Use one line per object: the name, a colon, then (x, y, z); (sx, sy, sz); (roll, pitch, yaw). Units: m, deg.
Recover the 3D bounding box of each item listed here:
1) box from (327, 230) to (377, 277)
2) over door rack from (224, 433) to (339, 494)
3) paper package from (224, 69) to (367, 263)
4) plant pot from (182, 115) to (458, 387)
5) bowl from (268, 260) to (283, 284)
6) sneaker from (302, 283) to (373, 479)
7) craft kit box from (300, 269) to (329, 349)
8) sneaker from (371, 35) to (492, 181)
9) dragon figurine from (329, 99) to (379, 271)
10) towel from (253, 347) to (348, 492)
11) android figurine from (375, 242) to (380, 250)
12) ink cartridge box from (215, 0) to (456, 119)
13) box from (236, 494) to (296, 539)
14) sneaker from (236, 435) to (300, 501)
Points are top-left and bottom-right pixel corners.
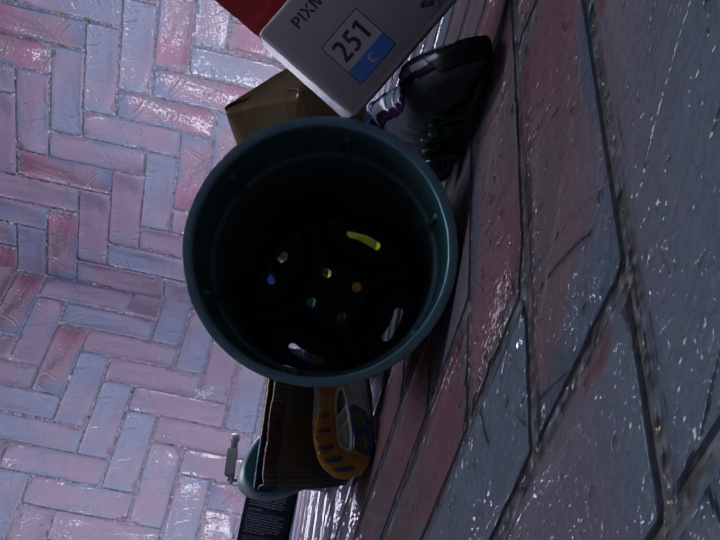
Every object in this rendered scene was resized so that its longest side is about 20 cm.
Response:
box: (0.000, 0.000, 1.243); (0.050, 0.075, 0.201); (-95, 18, -76)
over door rack: (-0.101, 0.251, 1.421); (0.200, 0.147, 0.067); (114, 161, -75)
paper package: (-0.058, -0.142, 1.337); (0.191, 0.103, 0.201); (-51, -53, -58)
plant pot: (-0.027, 0.004, 0.873); (0.196, 0.200, 0.201); (84, -163, -78)
bowl: (-0.104, -0.056, 1.396); (0.201, 0.039, 0.201); (29, -123, -58)
sneaker: (-0.022, 0.110, 1.105); (0.088, 0.075, 0.201); (95, 178, -81)
craft kit box: (-0.037, 0.048, 1.436); (0.198, 0.048, 0.201); (-60, -23, -61)
sneaker: (0.068, -0.120, 0.857); (0.200, 0.074, 0.088); (152, 98, -78)
dragon figurine: (-0.007, -0.079, 1.040); (0.099, 0.059, 0.200); (-109, 40, -70)
towel: (-0.049, 0.157, 1.135); (0.200, 0.022, 0.147); (19, -104, -66)
android figurine: (0.041, -0.063, 1.095); (0.200, 0.041, 0.183); (-95, 17, -82)
ink cartridge box: (-0.008, -0.244, 0.806); (0.200, 0.176, 0.045); (-50, 3, -1)
box: (-0.198, 0.498, 2.363); (0.148, 0.107, 0.201); (-122, 45, -85)
sneaker: (-0.093, 0.220, 1.246); (0.131, 0.080, 0.200); (-41, -5, 40)
